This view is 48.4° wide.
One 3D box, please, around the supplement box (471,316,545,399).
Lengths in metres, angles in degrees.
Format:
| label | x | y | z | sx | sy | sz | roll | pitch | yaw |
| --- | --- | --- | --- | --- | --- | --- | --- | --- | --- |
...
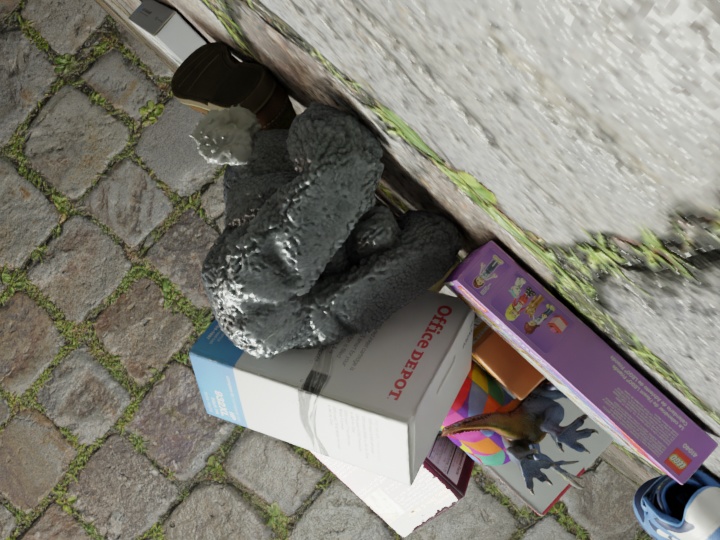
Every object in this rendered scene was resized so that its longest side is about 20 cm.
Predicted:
| label | x | y | z | sx | sy | sz | roll | pitch | yaw |
| --- | --- | --- | --- | --- | --- | --- | --- | --- | --- |
| supplement box | 0.146 | 0.075 | 0.804 | 0.067 | 0.069 | 0.200 | 44 | -178 | 4 |

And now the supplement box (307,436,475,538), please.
| label | x | y | z | sx | sy | sz | roll | pitch | yaw |
| --- | --- | --- | --- | --- | --- | --- | --- | --- | --- |
| supplement box | 0.026 | 0.205 | 0.958 | 0.200 | 0.110 | 0.086 | 44 | -150 | -4 |

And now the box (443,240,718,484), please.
| label | x | y | z | sx | sy | sz | roll | pitch | yaw |
| --- | --- | --- | --- | --- | --- | --- | --- | --- | --- |
| box | 0.150 | 0.061 | 0.588 | 0.200 | 0.039 | 0.137 | 42 | -179 | 2 |

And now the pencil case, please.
| label | x | y | z | sx | sy | sz | roll | pitch | yaw |
| --- | --- | --- | --- | --- | --- | --- | --- | --- | --- |
| pencil case | 0.098 | 0.130 | 0.824 | 0.200 | 0.088 | 0.088 | 43 | 179 | -39 |

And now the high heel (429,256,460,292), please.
| label | x | y | z | sx | sy | sz | roll | pitch | yaw |
| --- | --- | --- | --- | --- | --- | --- | --- | --- | --- |
| high heel | 0.000 | 0.000 | 0.845 | 0.143 | 0.199 | 0.072 | -105 | -11 | -57 |

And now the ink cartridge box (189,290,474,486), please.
| label | x | y | z | sx | sy | sz | roll | pitch | yaw |
| --- | --- | --- | --- | --- | --- | --- | --- | --- | --- |
| ink cartridge box | -0.019 | 0.076 | 0.686 | 0.199 | 0.145 | 0.084 | 14 | 133 | 22 |

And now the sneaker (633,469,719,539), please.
| label | x | y | z | sx | sy | sz | roll | pitch | yaw |
| --- | --- | --- | --- | --- | --- | --- | --- | --- | --- |
| sneaker | 0.298 | 0.215 | 0.739 | 0.082 | 0.074 | 0.200 | 44 | 173 | 0 |

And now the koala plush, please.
| label | x | y | z | sx | sy | sz | roll | pitch | yaw |
| --- | --- | --- | --- | --- | --- | --- | --- | --- | --- |
| koala plush | -0.058 | -0.050 | 0.648 | 0.177 | 0.184 | 0.200 | 42 | -171 | -42 |

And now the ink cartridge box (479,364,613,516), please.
| label | x | y | z | sx | sy | sz | roll | pitch | yaw |
| --- | --- | --- | --- | --- | --- | --- | --- | --- | --- |
| ink cartridge box | 0.205 | 0.184 | 1.008 | 0.145 | 0.145 | 0.200 | 42 | 179 | 3 |

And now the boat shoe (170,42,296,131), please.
| label | x | y | z | sx | sy | sz | roll | pitch | yaw |
| --- | --- | --- | --- | --- | --- | --- | --- | --- | --- |
| boat shoe | -0.125 | -0.166 | 0.779 | 0.068 | 0.072 | 0.200 | 43 | 180 | -38 |

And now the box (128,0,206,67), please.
| label | x | y | z | sx | sy | sz | roll | pitch | yaw |
| --- | --- | --- | --- | --- | --- | --- | --- | --- | --- |
| box | -0.184 | -0.242 | 0.987 | 0.200 | 0.041 | 0.156 | 43 | 180 | -34 |

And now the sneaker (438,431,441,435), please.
| label | x | y | z | sx | sy | sz | roll | pitch | yaw |
| --- | --- | --- | --- | --- | --- | --- | --- | --- | --- |
| sneaker | 0.048 | 0.099 | 0.930 | 0.200 | 0.074 | 0.087 | 48 | -153 | 2 |

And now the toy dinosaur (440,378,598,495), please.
| label | x | y | z | sx | sy | sz | roll | pitch | yaw |
| --- | --- | --- | --- | --- | --- | --- | --- | --- | --- |
| toy dinosaur | 0.172 | 0.130 | 0.782 | 0.199 | 0.105 | 0.182 | 32 | -169 | -11 |

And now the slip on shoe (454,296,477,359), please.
| label | x | y | z | sx | sy | sz | roll | pitch | yaw |
| --- | --- | --- | --- | --- | --- | --- | --- | --- | --- |
| slip on shoe | 0.106 | 0.064 | 0.955 | 0.061 | 0.075 | 0.200 | 6 | 175 | 32 |

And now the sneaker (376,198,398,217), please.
| label | x | y | z | sx | sy | sz | roll | pitch | yaw |
| --- | --- | --- | --- | --- | --- | --- | --- | --- | --- |
| sneaker | 0.021 | -0.042 | 0.882 | 0.199 | 0.078 | 0.082 | 34 | 176 | -23 |
